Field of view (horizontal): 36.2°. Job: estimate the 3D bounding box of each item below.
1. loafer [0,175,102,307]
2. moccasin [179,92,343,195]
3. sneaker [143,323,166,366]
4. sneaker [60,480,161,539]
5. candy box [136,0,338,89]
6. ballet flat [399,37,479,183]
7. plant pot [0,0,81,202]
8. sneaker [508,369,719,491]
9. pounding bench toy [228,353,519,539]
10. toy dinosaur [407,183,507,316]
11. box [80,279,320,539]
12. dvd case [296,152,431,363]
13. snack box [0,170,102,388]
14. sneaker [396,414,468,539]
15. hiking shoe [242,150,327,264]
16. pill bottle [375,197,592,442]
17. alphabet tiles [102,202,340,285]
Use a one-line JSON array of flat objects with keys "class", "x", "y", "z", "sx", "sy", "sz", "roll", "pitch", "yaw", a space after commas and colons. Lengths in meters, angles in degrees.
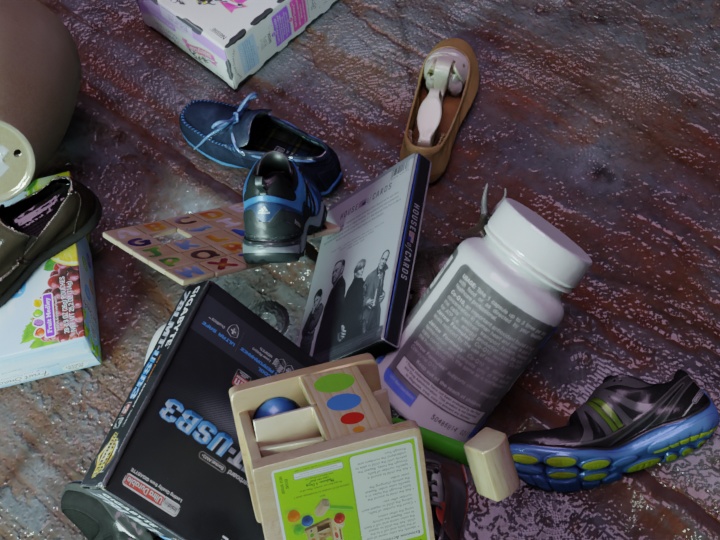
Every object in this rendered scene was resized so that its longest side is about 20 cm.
[{"class": "loafer", "x": -0.344, "y": -0.029, "z": 1.057, "sx": 0.073, "sy": 0.072, "sz": 0.200, "roll": 39, "pitch": 70, "yaw": 23}, {"class": "moccasin", "x": -0.107, "y": -0.150, "z": 1.181, "sx": 0.198, "sy": 0.068, "sz": 0.081, "roll": 18, "pitch": 63, "yaw": 16}, {"class": "sneaker", "x": -0.178, "y": 0.132, "z": 1.025, "sx": 0.072, "sy": 0.071, "sz": 0.202, "roll": -4, "pitch": 60, "yaw": 3}, {"class": "sneaker", "x": -0.200, "y": 0.260, "z": 0.953, "sx": 0.199, "sy": 0.073, "sz": 0.082, "roll": 34, "pitch": 70, "yaw": 23}, {"class": "candy box", "x": -0.139, "y": -0.334, "z": 1.288, "sx": 0.167, "sy": 0.072, "sz": 0.200, "roll": 37, "pitch": 69, "yaw": 23}, {"class": "ballet flat", "x": 0.089, "y": -0.187, "z": 1.186, "sx": 0.068, "sy": 0.063, "sz": 0.202, "roll": 8, "pitch": 61, "yaw": 10}, {"class": "plant pot", "x": -0.375, "y": -0.158, "z": 1.110, "sx": 0.185, "sy": 0.189, "sz": 0.201, "roll": -16, "pitch": 38, "yaw": -4}, {"class": "sneaker", "x": 0.219, "y": 0.140, "z": 0.986, "sx": 0.197, "sy": 0.071, "sz": 0.083, "roll": -15, "pitch": 54, "yaw": -8}, {"class": "pounding bench toy", "x": 0.009, "y": 0.149, "z": 0.870, "sx": 0.197, "sy": 0.126, "sz": 0.156, "roll": -13, "pitch": 21, "yaw": -9}, {"class": "toy dinosaur", "x": 0.077, "y": 0.011, "z": 1.078, "sx": 0.198, "sy": 0.077, "sz": 0.103, "roll": -27, "pitch": 53, "yaw": 5}, {"class": "box", "x": -0.111, "y": 0.147, "z": 0.952, "sx": 0.049, "sy": 0.200, "sz": 0.200, "roll": -14, "pitch": 43, "yaw": 50}, {"class": "dvd case", "x": 0.000, "y": 0.000, "z": 1.051, "sx": 0.025, "sy": 0.150, "sz": 0.202, "roll": 29, "pitch": 57, "yaw": -26}, {"class": "snack box", "x": -0.358, "y": 0.014, "z": 1.114, "sx": 0.166, "sy": 0.068, "sz": 0.202, "roll": -12, "pitch": 59, "yaw": -2}, {"class": "sneaker", "x": 0.059, "y": 0.204, "z": 0.952, "sx": 0.076, "sy": 0.082, "sz": 0.202, "roll": -7, "pitch": 58, "yaw": 2}, {"class": "hiking shoe", "x": -0.070, "y": -0.075, "z": 1.051, "sx": 0.073, "sy": 0.088, "sz": 0.200, "roll": 0, "pitch": 21, "yaw": 0}, {"class": "pill bottle", "x": 0.108, "y": 0.044, "z": 0.973, "sx": 0.114, "sy": 0.113, "sz": 0.201, "roll": 43, "pitch": 105, "yaw": 25}, {"class": "alphabet tiles", "x": -0.126, "y": -0.034, "z": 1.076, "sx": 0.198, "sy": 0.008, "sz": 0.166, "roll": -16, "pitch": 25, "yaw": -35}]
